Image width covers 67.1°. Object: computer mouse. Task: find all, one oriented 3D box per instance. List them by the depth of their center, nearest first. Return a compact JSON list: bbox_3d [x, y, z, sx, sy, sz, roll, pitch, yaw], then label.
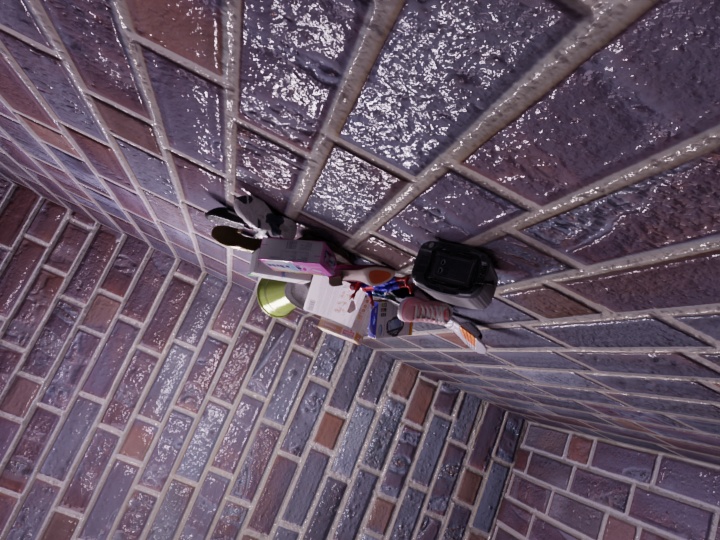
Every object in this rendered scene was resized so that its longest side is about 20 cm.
[{"bbox_3d":[-0.390,-0.155,1.717,0.198,0.047,0.140,15,165,-14],"label":"computer mouse"}]

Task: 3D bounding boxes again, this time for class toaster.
[{"bbox_3d":[0.217,0.015,1.182,0.198,0.115,0.129,13,168,31],"label":"toaster"}]

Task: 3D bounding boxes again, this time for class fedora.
[{"bbox_3d":[-0.179,0.064,2.025,0.199,0.177,0.091,30,138,5],"label":"fedora"}]

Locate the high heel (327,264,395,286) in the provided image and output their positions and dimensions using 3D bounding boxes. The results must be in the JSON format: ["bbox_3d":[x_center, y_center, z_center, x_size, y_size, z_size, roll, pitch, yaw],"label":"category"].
[{"bbox_3d":[0.000,0.000,1.584,0.197,0.068,0.096,-3,-154,-2],"label":"high heel"}]

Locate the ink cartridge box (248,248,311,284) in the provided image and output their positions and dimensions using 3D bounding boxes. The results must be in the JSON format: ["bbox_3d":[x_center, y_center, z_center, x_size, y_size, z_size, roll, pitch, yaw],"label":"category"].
[{"bbox_3d":[-0.276,-0.012,1.878,0.198,0.089,0.145,12,172,-18],"label":"ink cartridge box"}]

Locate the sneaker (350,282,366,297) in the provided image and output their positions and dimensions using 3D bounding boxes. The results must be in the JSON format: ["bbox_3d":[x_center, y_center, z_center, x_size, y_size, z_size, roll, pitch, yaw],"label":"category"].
[{"bbox_3d":[-0.059,0.024,1.784,0.199,0.077,0.085,39,-156,-9],"label":"sneaker"}]

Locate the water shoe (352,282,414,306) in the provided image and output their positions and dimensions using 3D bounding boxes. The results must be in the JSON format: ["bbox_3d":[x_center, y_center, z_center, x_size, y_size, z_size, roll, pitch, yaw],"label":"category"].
[{"bbox_3d":[0.075,0.049,1.696,0.198,0.072,0.079,19,145,1],"label":"water shoe"}]

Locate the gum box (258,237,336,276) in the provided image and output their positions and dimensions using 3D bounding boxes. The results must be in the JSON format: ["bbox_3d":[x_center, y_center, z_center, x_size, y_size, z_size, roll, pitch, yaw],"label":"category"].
[{"bbox_3d":[-0.170,-0.037,1.522,0.198,0.067,0.114,5,164,17],"label":"gum box"}]

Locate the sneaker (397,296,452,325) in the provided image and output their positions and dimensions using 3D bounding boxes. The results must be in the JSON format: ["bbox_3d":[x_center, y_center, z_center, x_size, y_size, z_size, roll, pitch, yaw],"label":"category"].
[{"bbox_3d":[0.205,0.123,1.643,0.104,0.076,0.199,7,-178,42],"label":"sneaker"}]

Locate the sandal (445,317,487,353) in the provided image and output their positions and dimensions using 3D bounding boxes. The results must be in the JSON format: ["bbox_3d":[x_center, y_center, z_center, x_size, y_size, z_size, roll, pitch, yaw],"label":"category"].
[{"bbox_3d":[0.340,0.183,1.767,0.206,0.059,0.079,41,156,20],"label":"sandal"}]

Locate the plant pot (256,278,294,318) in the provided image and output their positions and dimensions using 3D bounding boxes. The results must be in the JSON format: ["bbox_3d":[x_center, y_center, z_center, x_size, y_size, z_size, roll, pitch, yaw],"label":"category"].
[{"bbox_3d":[-0.297,0.084,2.244,0.199,0.202,0.189,31,152,-29],"label":"plant pot"}]

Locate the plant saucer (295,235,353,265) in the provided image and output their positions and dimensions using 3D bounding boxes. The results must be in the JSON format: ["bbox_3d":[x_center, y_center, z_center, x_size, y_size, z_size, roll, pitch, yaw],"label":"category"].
[{"bbox_3d":[-0.106,-0.056,1.635,0.198,0.032,0.200,22,168,5],"label":"plant saucer"}]

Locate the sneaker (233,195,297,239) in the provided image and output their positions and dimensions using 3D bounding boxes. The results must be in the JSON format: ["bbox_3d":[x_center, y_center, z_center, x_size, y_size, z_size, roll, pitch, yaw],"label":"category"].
[{"bbox_3d":[-0.287,-0.138,1.513,0.198,0.080,0.129,21,163,-38],"label":"sneaker"}]

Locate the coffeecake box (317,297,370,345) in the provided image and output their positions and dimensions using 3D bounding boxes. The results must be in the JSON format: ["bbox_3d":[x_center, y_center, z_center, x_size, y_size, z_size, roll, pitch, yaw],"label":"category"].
[{"bbox_3d":[-0.038,0.138,1.903,0.152,0.202,0.073,18,166,21],"label":"coffeecake box"}]

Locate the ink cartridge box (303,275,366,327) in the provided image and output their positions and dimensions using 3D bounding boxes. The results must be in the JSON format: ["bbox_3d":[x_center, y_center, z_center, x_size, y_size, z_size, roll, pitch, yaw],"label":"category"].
[{"bbox_3d":[-0.080,0.081,1.745,0.174,0.045,0.201,21,134,-1],"label":"ink cartridge box"}]

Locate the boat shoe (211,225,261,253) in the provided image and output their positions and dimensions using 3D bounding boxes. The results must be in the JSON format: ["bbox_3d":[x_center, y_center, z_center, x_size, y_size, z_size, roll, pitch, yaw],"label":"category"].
[{"bbox_3d":[-0.435,-0.104,1.935,0.198,0.073,0.065,16,165,7],"label":"boat shoe"}]

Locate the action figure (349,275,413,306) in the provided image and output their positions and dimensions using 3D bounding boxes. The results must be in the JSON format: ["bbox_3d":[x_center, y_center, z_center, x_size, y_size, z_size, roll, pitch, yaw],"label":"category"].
[{"bbox_3d":[0.047,0.066,1.595,0.198,0.100,0.065,0,142,30],"label":"action figure"}]

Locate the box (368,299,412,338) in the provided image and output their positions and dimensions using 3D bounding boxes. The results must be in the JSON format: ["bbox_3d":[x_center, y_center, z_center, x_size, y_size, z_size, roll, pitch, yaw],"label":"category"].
[{"bbox_3d":[0.095,0.155,1.767,0.198,0.121,0.041,2,-175,-41],"label":"box"}]
